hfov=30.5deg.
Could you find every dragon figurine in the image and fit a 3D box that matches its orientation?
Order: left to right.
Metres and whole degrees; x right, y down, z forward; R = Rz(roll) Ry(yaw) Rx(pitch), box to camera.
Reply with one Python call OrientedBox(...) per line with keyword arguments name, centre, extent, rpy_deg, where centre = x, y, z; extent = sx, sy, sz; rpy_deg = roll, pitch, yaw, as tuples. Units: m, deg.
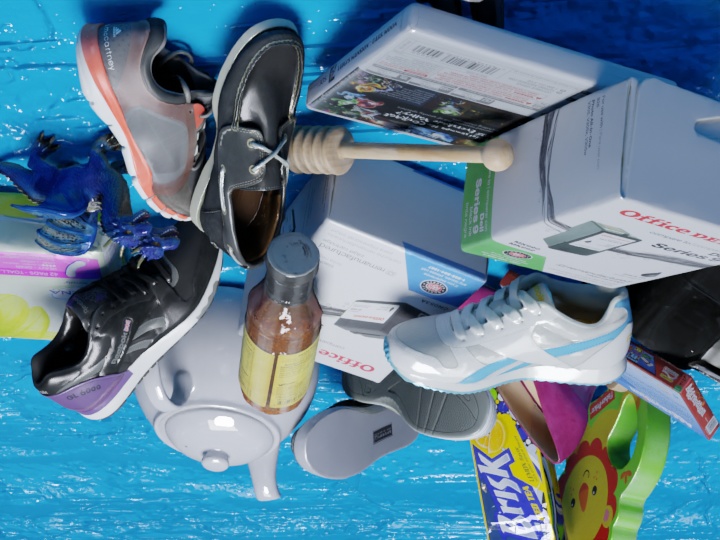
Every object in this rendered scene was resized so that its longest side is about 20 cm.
OrientedBox(name="dragon figurine", centre=(-0.235, -0.052, 1.044), extent=(0.198, 0.100, 0.059), rpy_deg=(1, 147, 14))

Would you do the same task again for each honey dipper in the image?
OrientedBox(name="honey dipper", centre=(0.027, -0.085, 0.962), extent=(0.199, 0.038, 0.038), rpy_deg=(7, 154, 39))

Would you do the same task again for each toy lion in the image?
OrientedBox(name="toy lion", centre=(0.242, 0.197, 1.289), extent=(0.068, 0.193, 0.200), rpy_deg=(13, 145, -15))

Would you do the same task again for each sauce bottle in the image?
OrientedBox(name="sauce bottle", centre=(-0.061, 0.043, 1.056), extent=(0.065, 0.067, 0.201), rpy_deg=(8, 145, -6))

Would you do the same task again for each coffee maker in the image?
OrientedBox(name="coffee maker", centre=(0.283, -0.017, 1.015), extent=(0.190, 0.136, 0.201), rpy_deg=(11, 146, -9))

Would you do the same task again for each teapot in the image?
OrientedBox(name="teapot", centre=(-0.133, 0.117, 1.250), extent=(0.198, 0.147, 0.198), rpy_deg=(17, 144, -17))

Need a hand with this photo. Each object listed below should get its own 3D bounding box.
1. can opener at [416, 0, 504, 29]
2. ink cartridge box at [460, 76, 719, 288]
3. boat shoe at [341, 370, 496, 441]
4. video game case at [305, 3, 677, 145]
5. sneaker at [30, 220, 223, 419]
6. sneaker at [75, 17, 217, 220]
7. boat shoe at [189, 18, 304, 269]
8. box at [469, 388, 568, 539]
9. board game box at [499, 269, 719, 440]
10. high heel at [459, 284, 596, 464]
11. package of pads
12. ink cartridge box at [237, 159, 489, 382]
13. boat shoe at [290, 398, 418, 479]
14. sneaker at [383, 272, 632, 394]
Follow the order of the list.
OrientedBox(name="can opener", centre=(0.068, -0.176, 0.860), extent=(0.063, 0.079, 0.200), rpy_deg=(-4, 156, 13))
OrientedBox(name="ink cartridge box", centre=(0.180, -0.053, 0.911), extent=(0.145, 0.085, 0.200), rpy_deg=(13, 167, -23))
OrientedBox(name="boat shoe", centre=(0.062, 0.115, 1.248), extent=(0.064, 0.075, 0.201), rpy_deg=(18, 175, -38))
OrientedBox(name="video game case", centre=(0.084, -0.121, 0.912), extent=(0.198, 0.024, 0.182), rpy_deg=(12, 167, -21))
OrientedBox(name="sneaker", centre=(-0.194, 0.032, 1.100), extent=(0.076, 0.201, 0.087), rpy_deg=(35, 179, 36))
OrientedBox(name="sneaker", centre=(-0.136, -0.108, 0.979), extent=(0.081, 0.078, 0.200), rpy_deg=(-14, 146, 10))
OrientedBox(name="boat shoe", centre=(-0.072, -0.090, 0.968), extent=(0.071, 0.068, 0.201), rpy_deg=(-12, 138, -32))
OrientedBox(name="box", centre=(0.148, 0.179, 1.271), extent=(0.069, 0.202, 0.064), rpy_deg=(-9, -176, 19))
OrientedBox(name="board game box", centre=(0.213, 0.071, 1.140), extent=(0.199, 0.019, 0.103), rpy_deg=(33, 170, 38))
OrientedBox(name="high heel", centre=(0.121, 0.083, 1.175), extent=(0.199, 0.097, 0.068), rpy_deg=(32, 143, -1))
OrientedBox(name="package of pads", centre=(-0.305, -0.001, 1.160), extent=(0.198, 0.069, 0.155), rpy_deg=(4, 146, 1))
OrientedBox(name="ink cartridge box", centre=(0.000, 0.000, 1.110), extent=(0.144, 0.084, 0.200), rpy_deg=(20, 144, -17))
OrientedBox(name="boat shoe", centre=(-0.012, 0.162, 1.314), extent=(0.056, 0.069, 0.199), rpy_deg=(3, -175, 34))
OrientedBox(name="sneaker", centre=(0.116, 0.044, 1.042), extent=(0.198, 0.077, 0.081), rpy_deg=(-4, 126, -6))
